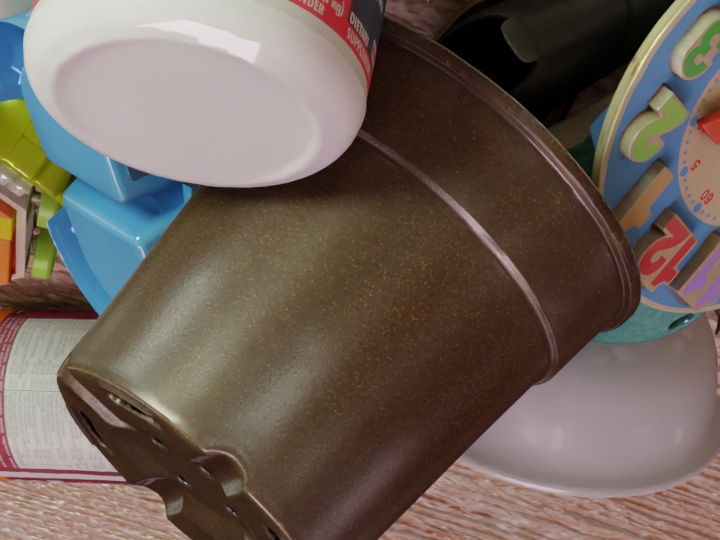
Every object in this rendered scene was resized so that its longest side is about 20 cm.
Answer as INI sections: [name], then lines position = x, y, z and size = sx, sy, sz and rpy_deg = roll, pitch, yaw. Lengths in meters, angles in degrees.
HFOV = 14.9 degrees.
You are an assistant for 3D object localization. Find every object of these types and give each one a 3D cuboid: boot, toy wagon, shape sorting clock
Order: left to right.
[toy wagon]
position = -0.255, -0.028, 1.621
size = 0.155, 0.040, 0.200
rpy_deg = 13, 153, -2
[boot]
position = 0.049, -0.089, 1.269
size = 0.200, 0.138, 0.078
rpy_deg = -38, 82, 45
[shape sorting clock]
position = 0.184, -0.067, 1.238
size = 0.039, 0.200, 0.200
rpy_deg = 46, 179, 40

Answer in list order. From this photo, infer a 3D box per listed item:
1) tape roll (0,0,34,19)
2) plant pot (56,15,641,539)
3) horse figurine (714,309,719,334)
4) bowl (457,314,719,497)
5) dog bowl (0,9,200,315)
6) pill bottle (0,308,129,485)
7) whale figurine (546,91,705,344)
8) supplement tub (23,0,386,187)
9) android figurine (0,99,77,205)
[tape roll]
position = -0.093, -0.137, 1.313
size = 0.202, 0.071, 0.203
rpy_deg = 9, 153, 5
[plant pot]
position = -0.015, 0.024, 1.202
size = 0.200, 0.198, 0.200
rpy_deg = 36, 160, 15
[horse figurine]
position = 0.234, -0.034, 1.412
size = 0.132, 0.050, 0.200
rpy_deg = -2, 152, 15
[bowl]
position = 0.108, 0.028, 1.470
size = 0.200, 0.201, 0.091
rpy_deg = 12, 121, -1
[dog bowl]
position = -0.109, -0.044, 1.285
size = 0.111, 0.050, 0.200
rpy_deg = 30, 147, 44
[pill bottle]
position = -0.145, 0.079, 1.710
size = 0.199, 0.110, 0.110
rpy_deg = 1, 151, 20
[whale figurine]
position = 0.128, -0.025, 1.320
size = 0.159, 0.104, 0.200
rpy_deg = -28, 166, 3
[supplement tub]
position = -0.052, -0.149, 1.129
size = 0.140, 0.201, 0.140
rpy_deg = 9, 153, 4
[android figurine]
position = -0.204, -0.085, 1.387
size = 0.200, 0.041, 0.182
rpy_deg = 36, 177, 3
